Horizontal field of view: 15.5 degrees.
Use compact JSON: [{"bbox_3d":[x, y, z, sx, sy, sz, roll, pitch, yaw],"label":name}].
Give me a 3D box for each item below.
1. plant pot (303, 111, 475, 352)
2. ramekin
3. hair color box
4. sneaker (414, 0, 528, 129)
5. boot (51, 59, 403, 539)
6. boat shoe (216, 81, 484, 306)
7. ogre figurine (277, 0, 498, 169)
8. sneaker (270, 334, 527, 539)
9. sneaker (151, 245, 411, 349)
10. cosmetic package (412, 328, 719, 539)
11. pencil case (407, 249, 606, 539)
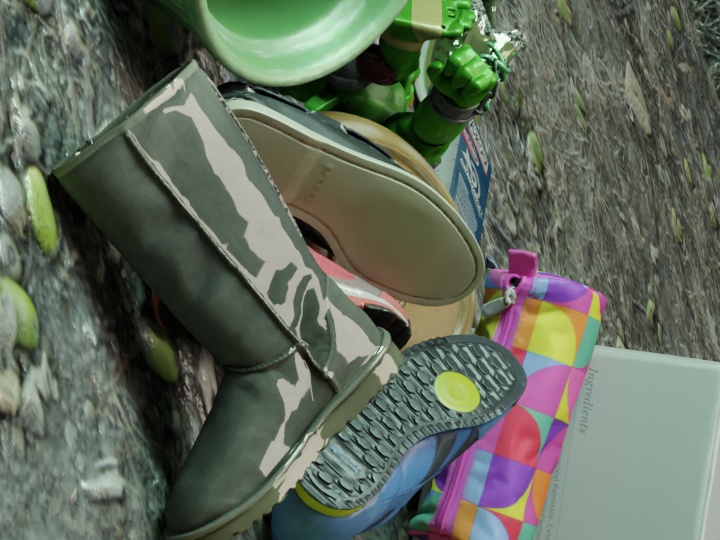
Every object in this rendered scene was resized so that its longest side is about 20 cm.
[{"bbox_3d":[0.000,0.000,1.603,0.199,0.027,0.201,9,76,-38],"label":"plant pot"},{"bbox_3d":[-0.049,-0.216,1.527,0.098,0.200,0.200,33,-11,35],"label":"ramekin"},{"bbox_3d":[0.027,-0.032,1.775,0.200,0.100,0.061,-77,148,-57],"label":"hair color box"},{"bbox_3d":[0.091,-0.167,2.127,0.077,0.088,0.201,51,29,-55],"label":"sneaker"},{"bbox_3d":[-0.089,0.019,1.369,0.182,0.072,0.200,-48,114,-27],"label":"boot"},{"bbox_3d":[-0.013,-0.049,1.543,0.199,0.075,0.066,25,23,-22],"label":"boat shoe"},{"bbox_3d":[0.000,-0.135,1.692,0.098,0.199,0.120,-52,160,-46],"label":"ogre figurine"},{"bbox_3d":[0.018,0.104,1.563,0.066,0.079,0.200,43,48,15],"label":"sneaker"},{"bbox_3d":[-0.044,0.002,1.501,0.200,0.074,0.087,22,39,-47],"label":"sneaker"},{"bbox_3d":[0.161,0.140,1.815,0.167,0.199,0.167,26,72,-68],"label":"cosmetic package"},{"bbox_3d":[0.094,0.091,1.714,0.088,0.088,0.201,27,77,-69],"label":"pencil case"}]
